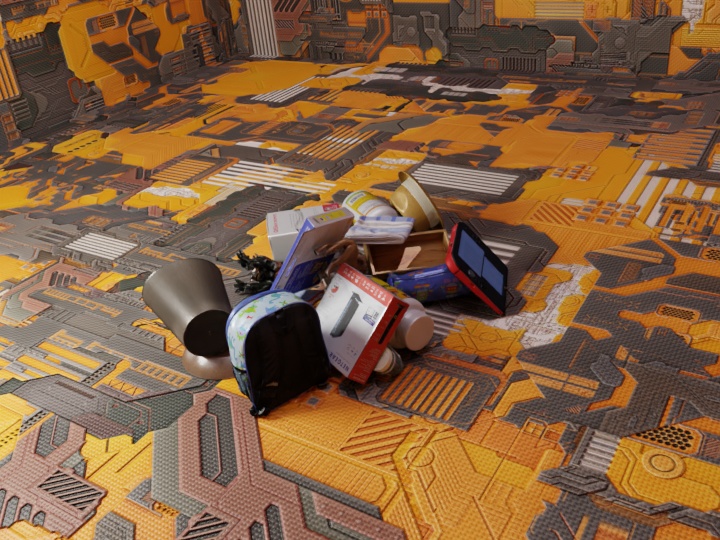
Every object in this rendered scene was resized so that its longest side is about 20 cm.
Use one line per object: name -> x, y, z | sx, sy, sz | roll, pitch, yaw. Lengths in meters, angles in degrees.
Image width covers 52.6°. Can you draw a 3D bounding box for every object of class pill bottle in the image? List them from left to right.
pill bottle -> 0.037, -0.127, 1.906 | 0.111, 0.112, 0.200 | -18, 32, -20
pill bottle -> 0.059, 0.091, 1.520 | 0.109, 0.110, 0.200 | -25, 35, -30

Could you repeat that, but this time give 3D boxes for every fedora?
fedora -> 0.136, -0.161, 1.892 | 0.082, 0.201, 0.201 | -35, 35, -5

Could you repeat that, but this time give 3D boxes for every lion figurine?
lion figurine -> -0.033, -0.022, 1.573 | 0.122, 0.200, 0.073 | -31, 75, -13

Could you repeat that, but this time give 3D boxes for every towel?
towel -> 0.047, -0.098, 1.710 | 0.146, 0.024, 0.200 | 1, 18, 12

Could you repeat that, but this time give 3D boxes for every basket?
basket -> -0.346, 0.081, 1.528 | 0.179, 0.137, 0.200 | -14, 33, -23

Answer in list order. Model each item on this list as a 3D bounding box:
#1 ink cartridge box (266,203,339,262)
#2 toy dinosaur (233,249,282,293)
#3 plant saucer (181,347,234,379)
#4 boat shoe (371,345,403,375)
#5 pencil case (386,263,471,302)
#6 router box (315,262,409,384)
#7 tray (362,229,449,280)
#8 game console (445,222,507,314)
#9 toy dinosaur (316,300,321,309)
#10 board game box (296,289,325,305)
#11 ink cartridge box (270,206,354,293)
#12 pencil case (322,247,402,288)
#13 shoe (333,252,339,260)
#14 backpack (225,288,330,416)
ink cartridge box -> -0.143, -0.101, 1.921 | 0.199, 0.084, 0.145 | -9, 30, -4
toy dinosaur -> -0.228, 0.000, 1.757 | 0.135, 0.103, 0.200 | -1, -3, -31
plant saucer -> -0.282, 0.156, 1.548 | 0.199, 0.037, 0.201 | -5, 30, 3
boat shoe -> 0.013, 0.161, 1.478 | 0.062, 0.073, 0.200 | 27, -2, -38
pencil case -> 0.154, 0.029, 1.636 | 0.199, 0.087, 0.078 | -10, 47, -5
router box -> -0.014, 0.101, 1.454 | 0.049, 0.180, 0.200 | 28, 2, -37
tray -> 0.113, -0.035, 1.692 | 0.199, 0.037, 0.099 | -7, 61, -11
game console -> 0.265, -0.011, 1.628 | 0.031, 0.177, 0.200 | -44, 12, 31
toy dinosaur -> -0.040, 0.059, 1.617 | 0.199, 0.048, 0.088 | -23, -5, -34
board game box -> -0.179, 0.075, 1.627 | 0.199, 0.020, 0.103 | -3, 23, 45
ink cartridge box -> -0.116, -0.033, 1.547 | 0.047, 0.198, 0.200 | 41, 30, 19
pencil case -> 0.000, 0.000, 1.720 | 0.199, 0.078, 0.089 | -15, 2, -17
shoe -> -0.092, -0.043, 1.743 | 0.091, 0.072, 0.200 | -24, -15, 24
backpack -> -0.167, 0.138, 1.389 | 0.182, 0.201, 0.147 | -24, 34, -27
